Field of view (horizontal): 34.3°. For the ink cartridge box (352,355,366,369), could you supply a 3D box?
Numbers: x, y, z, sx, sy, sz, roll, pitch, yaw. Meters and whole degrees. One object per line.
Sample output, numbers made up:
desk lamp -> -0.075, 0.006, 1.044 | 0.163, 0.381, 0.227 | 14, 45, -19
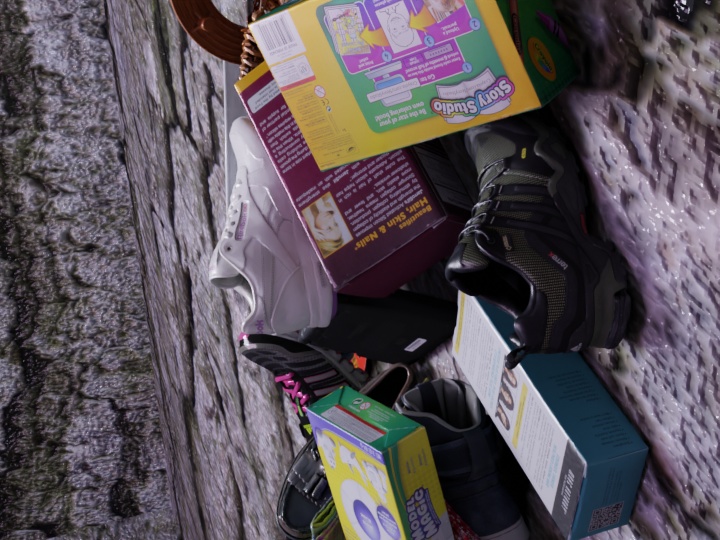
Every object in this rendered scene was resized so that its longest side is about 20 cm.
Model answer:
ink cartridge box -> -0.047, 0.025, 1.339 | 0.160, 0.047, 0.200 | 97, 154, -61

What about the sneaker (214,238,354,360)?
sneaker -> -0.066, 0.029, 1.207 | 0.200, 0.074, 0.082 | 42, 177, -39

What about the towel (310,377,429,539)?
towel -> 0.010, 0.207, 1.106 | 0.023, 0.200, 0.144 | 29, 147, 18

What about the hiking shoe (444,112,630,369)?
hiking shoe -> 0.099, -0.030, 0.779 | 0.076, 0.101, 0.200 | 102, 151, -52

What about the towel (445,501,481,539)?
towel -> 0.077, 0.250, 0.983 | 0.200, 0.022, 0.145 | 45, 148, 31

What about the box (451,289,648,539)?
box -> 0.130, 0.090, 0.848 | 0.200, 0.049, 0.082 | -120, 24, -45

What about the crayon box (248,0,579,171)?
crayon box -> 0.031, -0.149, 0.784 | 0.200, 0.058, 0.119 | -11, 112, 42

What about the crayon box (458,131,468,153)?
crayon box -> 0.060, -0.193, 0.881 | 0.200, 0.052, 0.126 | 104, 149, -56

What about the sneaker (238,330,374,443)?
sneaker -> -0.045, 0.130, 1.192 | 0.074, 0.200, 0.088 | -21, 39, 59

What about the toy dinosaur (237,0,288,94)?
toy dinosaur -> -0.044, -0.239, 1.025 | 0.200, 0.136, 0.102 | -51, 18, 14

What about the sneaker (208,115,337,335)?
sneaker -> -0.089, -0.040, 0.985 | 0.075, 0.099, 0.200 | 106, 147, -68

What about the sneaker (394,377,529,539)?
sneaker -> 0.064, 0.166, 1.039 | 0.202, 0.077, 0.146 | -9, 104, 63

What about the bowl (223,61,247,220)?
bowl -> -0.113, -0.152, 1.358 | 0.201, 0.090, 0.201 | 178, 90, -84

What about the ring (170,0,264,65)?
ring -> -0.081, -0.277, 1.034 | 0.019, 0.200, 0.201 | 35, 136, 47

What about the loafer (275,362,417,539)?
loafer -> -0.014, 0.166, 1.121 | 0.072, 0.200, 0.063 | 33, 157, 13

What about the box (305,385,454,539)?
box -> 0.025, 0.203, 0.958 | 0.117, 0.048, 0.200 | 20, 133, 54

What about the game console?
game console -> 0.000, 0.000, 1.086 | 0.200, 0.176, 0.117 | 130, 152, -69

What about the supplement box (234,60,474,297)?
supplement box -> -0.001, -0.091, 0.933 | 0.086, 0.110, 0.200 | 9, -129, -62
